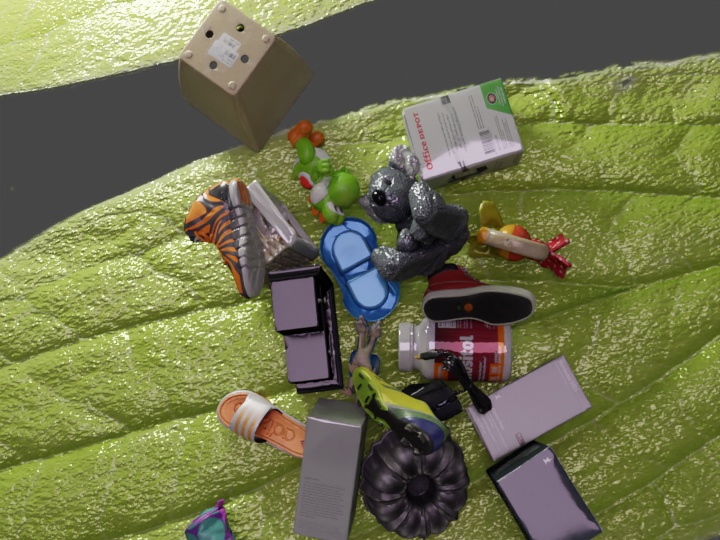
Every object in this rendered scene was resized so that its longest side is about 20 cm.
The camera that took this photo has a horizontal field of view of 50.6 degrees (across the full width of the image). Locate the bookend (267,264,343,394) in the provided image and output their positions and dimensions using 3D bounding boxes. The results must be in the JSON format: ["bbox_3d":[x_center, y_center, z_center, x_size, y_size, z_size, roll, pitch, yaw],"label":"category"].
[{"bbox_3d":[-0.093,0.108,1.338,0.090,0.200,0.204,-7,79,4],"label":"bookend"}]

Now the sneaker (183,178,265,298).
[{"bbox_3d":[-0.226,-0.042,1.259,0.110,0.077,0.204,-16,74,16],"label":"sneaker"}]

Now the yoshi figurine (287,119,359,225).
[{"bbox_3d":[-0.058,-0.186,1.420,0.110,0.112,0.203,-13,67,-24],"label":"yoshi figurine"}]

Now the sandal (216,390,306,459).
[{"bbox_3d":[-0.169,0.279,1.386,0.203,0.059,0.081,22,83,8],"label":"sandal"}]

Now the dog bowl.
[{"bbox_3d":[0.000,0.000,1.424,0.110,0.050,0.203,-27,80,0],"label":"dog bowl"}]

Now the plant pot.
[{"bbox_3d":[-0.230,-0.385,1.442,0.198,0.177,0.202,35,84,9],"label":"plant pot"}]

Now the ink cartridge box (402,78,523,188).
[{"bbox_3d":[0.189,-0.252,1.432,0.196,0.084,0.149,-15,80,2],"label":"ink cartridge box"}]

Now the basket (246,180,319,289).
[{"bbox_3d":[-0.172,-0.056,1.375,0.123,0.200,0.136,-39,80,2],"label":"basket"}]

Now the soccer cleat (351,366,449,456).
[{"bbox_3d":[0.065,0.231,1.284,0.199,0.083,0.066,39,130,29],"label":"soccer cleat"}]

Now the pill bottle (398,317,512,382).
[{"bbox_3d":[0.167,0.139,1.355,0.195,0.113,0.116,0,80,5],"label":"pill bottle"}]

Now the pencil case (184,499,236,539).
[{"bbox_3d":[-0.230,0.517,1.340,0.092,0.085,0.202,-36,80,14],"label":"pencil case"}]

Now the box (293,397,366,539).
[{"bbox_3d":[-0.048,0.340,1.311,0.095,0.124,0.205,8,96,6],"label":"box"}]

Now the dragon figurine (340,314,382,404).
[{"bbox_3d":[0.003,0.183,1.385,0.057,0.100,0.204,10,117,6],"label":"dragon figurine"}]

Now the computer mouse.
[{"bbox_3d":[0.118,0.206,1.303,0.141,0.198,0.046,54,51,-16],"label":"computer mouse"}]

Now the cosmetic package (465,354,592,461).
[{"bbox_3d":[0.294,0.242,1.342,0.198,0.090,0.108,-31,76,2],"label":"cosmetic package"}]

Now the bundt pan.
[{"bbox_3d":[0.100,0.370,1.306,0.197,0.076,0.207,-2,99,-11],"label":"bundt pan"}]

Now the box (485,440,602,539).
[{"bbox_3d":[0.297,0.378,1.261,0.106,0.200,0.150,-31,79,-2],"label":"box"}]

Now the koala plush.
[{"bbox_3d":[0.082,-0.107,1.355,0.201,0.182,0.179,49,122,30],"label":"koala plush"}]

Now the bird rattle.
[{"bbox_3d":[0.279,-0.040,1.360,0.197,0.163,0.115,27,102,17],"label":"bird rattle"}]

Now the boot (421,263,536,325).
[{"bbox_3d":[0.212,0.030,1.357,0.195,0.145,0.074,1,119,12],"label":"boot"}]
